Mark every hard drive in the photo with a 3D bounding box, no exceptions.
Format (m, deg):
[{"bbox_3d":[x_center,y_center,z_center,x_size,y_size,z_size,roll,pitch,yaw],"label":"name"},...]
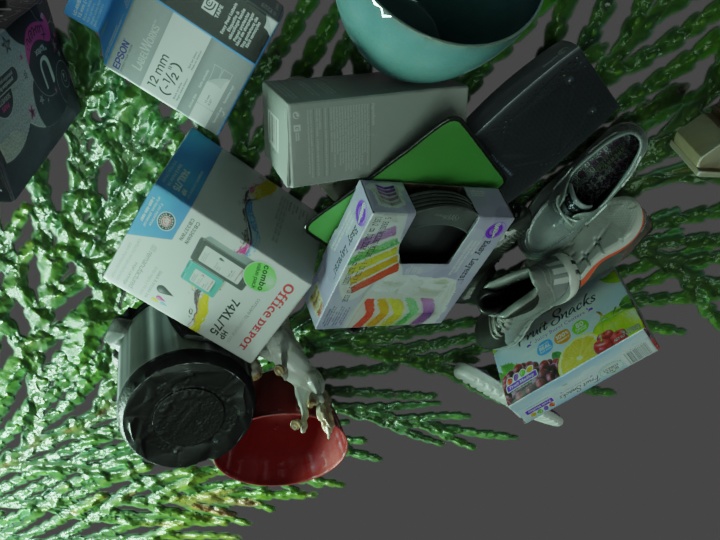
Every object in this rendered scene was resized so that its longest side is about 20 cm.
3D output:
[{"bbox_3d":[0.179,-0.153,0.742,0.199,0.043,0.133,-41,139,22],"label":"hard drive"}]

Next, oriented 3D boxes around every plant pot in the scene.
[{"bbox_3d":[0.056,-0.260,0.620,0.194,0.206,0.135,15,160,-12],"label":"plant pot"}]

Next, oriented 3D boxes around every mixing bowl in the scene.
[{"bbox_3d":[-0.118,0.220,0.978,0.193,0.111,0.203,-5,138,-4],"label":"mixing bowl"}]

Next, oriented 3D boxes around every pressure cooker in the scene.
[{"bbox_3d":[-0.232,0.125,0.863,0.174,0.201,0.180,-21,123,-6],"label":"pressure cooker"}]

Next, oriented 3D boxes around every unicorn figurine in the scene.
[{"bbox_3d":[-0.091,0.114,0.868,0.072,0.138,0.205,-14,111,11],"label":"unicorn figurine"}]

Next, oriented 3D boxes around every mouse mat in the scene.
[{"bbox_3d":[0.052,-0.072,0.711,0.197,0.008,0.160,-33,148,18],"label":"mouse mat"}]

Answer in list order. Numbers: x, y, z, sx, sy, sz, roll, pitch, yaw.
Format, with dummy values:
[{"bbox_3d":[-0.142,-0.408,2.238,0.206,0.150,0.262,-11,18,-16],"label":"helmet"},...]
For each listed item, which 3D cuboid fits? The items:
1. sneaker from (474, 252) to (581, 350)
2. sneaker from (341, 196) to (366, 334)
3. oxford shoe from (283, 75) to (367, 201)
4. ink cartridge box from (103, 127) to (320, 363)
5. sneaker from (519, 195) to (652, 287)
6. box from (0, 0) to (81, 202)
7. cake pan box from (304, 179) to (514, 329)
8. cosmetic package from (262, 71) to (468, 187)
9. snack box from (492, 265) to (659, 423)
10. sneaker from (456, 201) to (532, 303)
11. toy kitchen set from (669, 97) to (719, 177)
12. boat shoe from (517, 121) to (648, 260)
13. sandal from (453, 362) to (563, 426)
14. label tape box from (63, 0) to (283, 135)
[{"bbox_3d":[0.176,0.045,0.838,0.113,0.077,0.201,-9,152,-33],"label":"sneaker"},{"bbox_3d":[0.000,0.000,0.826,0.072,0.086,0.203,6,137,16],"label":"sneaker"},{"bbox_3d":[-0.034,-0.131,0.773,0.074,0.058,0.201,-27,123,16],"label":"oxford shoe"},{"bbox_3d":[-0.163,-0.028,0.780,0.197,0.148,0.147,32,120,-16],"label":"ink cartridge box"},{"bbox_3d":[0.292,-0.011,0.852,0.080,0.079,0.199,13,141,-39],"label":"sneaker"},{"bbox_3d":[-0.373,-0.173,0.649,0.111,0.203,0.135,-3,127,0],"label":"box"},{"bbox_3d":[0.052,-0.015,0.734,0.179,0.053,0.202,-2,141,-30],"label":"cake pan box"},{"bbox_3d":[0.004,-0.153,0.684,0.194,0.107,0.093,-7,117,-19],"label":"cosmetic package"},{"bbox_3d":[0.273,0.090,0.879,0.198,0.144,0.053,-36,121,22],"label":"snack box"},{"bbox_3d":[0.148,-0.011,0.857,0.198,0.068,0.090,-36,121,27],"label":"sneaker"},{"bbox_3d":[0.413,-0.192,0.643,0.157,0.203,0.185,1,127,-2],"label":"toy kitchen set"},{"bbox_3d":[0.255,-0.090,0.782,0.070,0.071,0.202,42,115,8],"label":"boat shoe"},{"bbox_3d":[0.232,0.179,0.997,0.199,0.082,0.051,29,78,-18],"label":"sandal"},{"bbox_3d":[-0.196,-0.257,0.676,0.197,0.067,0.144,28,121,-21],"label":"label tape box"}]
